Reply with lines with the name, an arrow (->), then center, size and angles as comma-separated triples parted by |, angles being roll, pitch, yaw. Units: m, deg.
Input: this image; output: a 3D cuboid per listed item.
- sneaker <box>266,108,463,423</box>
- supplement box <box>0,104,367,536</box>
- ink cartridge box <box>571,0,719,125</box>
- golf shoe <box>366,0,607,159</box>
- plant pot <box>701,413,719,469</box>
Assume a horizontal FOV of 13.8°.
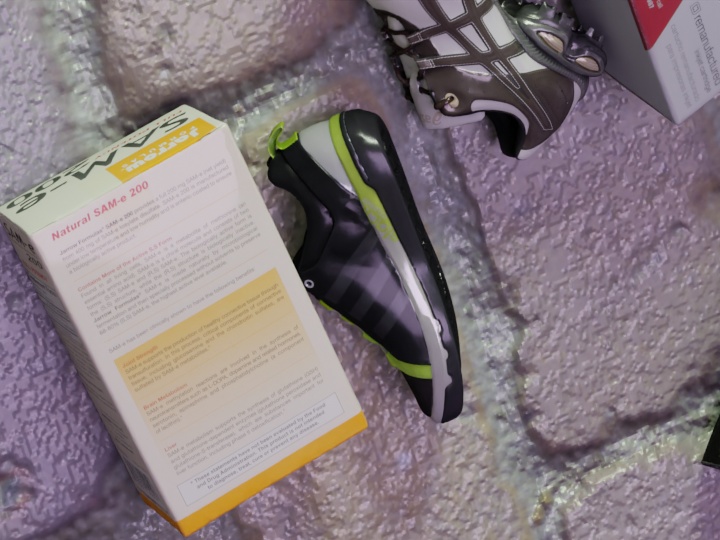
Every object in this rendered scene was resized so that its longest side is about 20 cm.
sneaker -> 0.000, 0.000, 1.691 | 0.083, 0.072, 0.200 | -18, 109, 7
supplement box -> -0.098, 0.027, 1.639 | 0.126, 0.074, 0.200 | -30, 111, -14
ink cartridge box -> 0.214, -0.205, 1.687 | 0.200, 0.083, 0.146 | -38, 137, -11
golf shoe -> 0.043, -0.130, 1.663 | 0.200, 0.078, 0.095 | 27, 92, -23
plant pot -> 0.352, 0.060, 1.780 | 0.200, 0.199, 0.178 | 15, 84, -25
